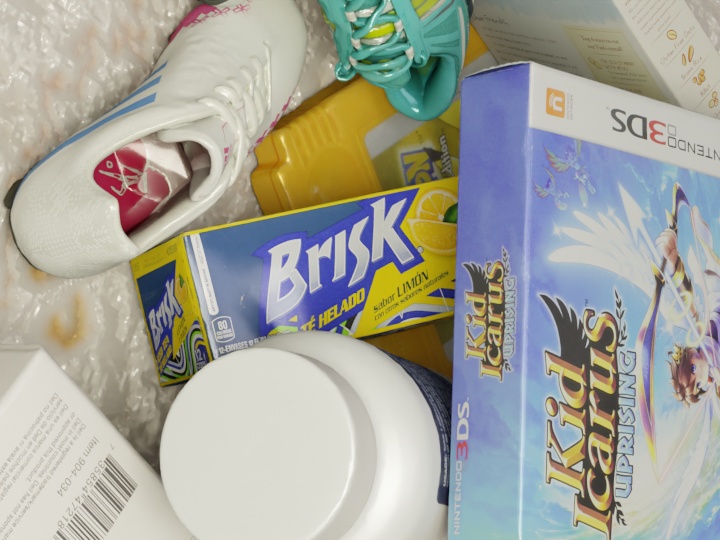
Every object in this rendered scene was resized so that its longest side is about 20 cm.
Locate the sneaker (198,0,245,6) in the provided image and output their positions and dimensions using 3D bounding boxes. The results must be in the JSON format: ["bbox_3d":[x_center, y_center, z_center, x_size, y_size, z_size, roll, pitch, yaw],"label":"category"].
[{"bbox_3d":[-0.055,-0.220,0.982,0.076,0.075,0.201,2,84,-44],"label":"sneaker"}]

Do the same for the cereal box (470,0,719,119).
[{"bbox_3d":[0.128,-0.095,1.071,0.040,0.144,0.200,-46,121,-15],"label":"cereal box"}]

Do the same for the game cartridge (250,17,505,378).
[{"bbox_3d":[0.041,-0.028,1.104,0.200,0.032,0.177,-37,113,-40],"label":"game cartridge"}]

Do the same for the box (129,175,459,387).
[{"bbox_3d":[0.000,0.000,0.995,0.199,0.070,0.065,-13,87,-29],"label":"box"}]

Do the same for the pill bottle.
[{"bbox_3d":[-0.010,0.085,0.916,0.200,0.110,0.112,27,67,-70],"label":"pill bottle"}]

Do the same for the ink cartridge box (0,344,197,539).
[{"bbox_3d":[-0.133,0.150,0.889,0.200,0.084,0.146,53,55,-29],"label":"ink cartridge box"}]

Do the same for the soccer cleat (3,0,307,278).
[{"bbox_3d":[-0.070,-0.062,0.957,0.200,0.086,0.070,-48,120,-35],"label":"soccer cleat"}]

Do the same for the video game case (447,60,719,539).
[{"bbox_3d":[0.118,0.026,0.932,0.181,0.045,0.201,11,77,-40],"label":"video game case"}]

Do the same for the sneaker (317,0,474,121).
[{"bbox_3d":[0.012,-0.125,0.980,0.200,0.077,0.080,34,57,-66],"label":"sneaker"}]
